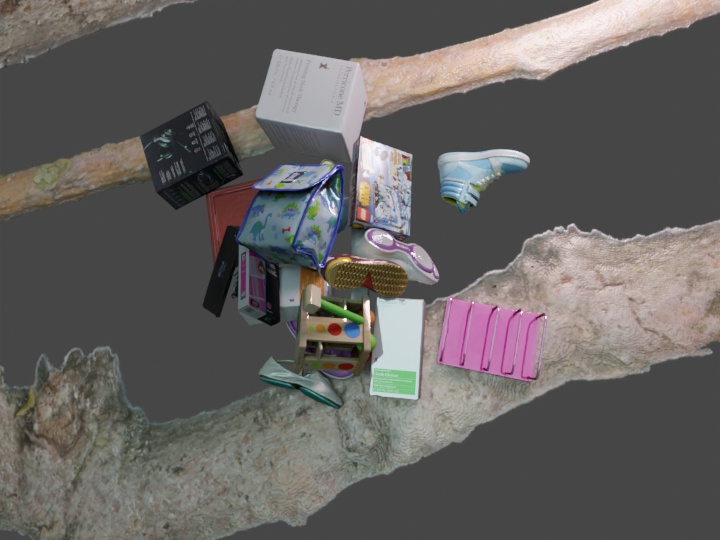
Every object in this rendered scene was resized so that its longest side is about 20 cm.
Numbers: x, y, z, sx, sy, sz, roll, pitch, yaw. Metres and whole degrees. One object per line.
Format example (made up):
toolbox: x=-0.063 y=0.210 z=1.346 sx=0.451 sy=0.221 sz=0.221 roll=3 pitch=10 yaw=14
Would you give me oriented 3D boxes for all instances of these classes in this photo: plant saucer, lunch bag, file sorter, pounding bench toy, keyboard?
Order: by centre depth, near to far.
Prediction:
pounding bench toy: x=-0.044 y=0.109 z=1.075 sx=0.153 sy=0.201 sz=0.126 roll=5 pitch=56 yaw=-9
lunch bag: x=-0.129 y=-0.121 z=1.076 sx=0.168 sy=0.127 sz=0.202 roll=8 pitch=69 yaw=36
file sorter: x=0.262 y=0.134 z=1.100 sx=0.197 sy=0.125 sz=0.141 roll=10 pitch=81 yaw=10
keyboard: x=-0.289 y=0.005 z=1.207 sx=0.126 sy=0.020 sz=0.203 roll=21 pitch=95 yaw=46
plant saucer: x=-0.265 y=-0.117 z=1.275 sx=0.197 sy=0.037 sz=0.203 roll=-11 pitch=77 yaw=6

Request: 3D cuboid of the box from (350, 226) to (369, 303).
box: x=0.000 y=0.000 z=1.210 sx=0.041 sy=0.039 sz=0.203 roll=-2 pitch=79 yaw=6

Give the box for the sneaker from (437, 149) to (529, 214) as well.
sneaker: x=0.265 y=-0.188 z=1.188 sx=0.197 sy=0.079 sz=0.133 roll=0 pitch=77 yaw=18

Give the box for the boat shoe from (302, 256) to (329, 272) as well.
boat shoe: x=-0.146 y=-0.056 z=1.190 sx=0.075 sy=0.061 sz=0.200 roll=-36 pitch=65 yaw=-30

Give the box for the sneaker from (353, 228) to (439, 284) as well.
sneaker: x=0.077 y=-0.018 z=1.175 sx=0.198 sy=0.100 sz=0.076 roll=27 pitch=42 yaw=-18

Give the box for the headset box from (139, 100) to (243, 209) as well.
headset box: x=-0.402 y=-0.265 z=1.282 sx=0.198 sy=0.093 sz=0.176 roll=-27 pitch=66 yaw=2

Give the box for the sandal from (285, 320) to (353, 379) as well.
sandal: x=-0.092 y=0.161 z=1.186 sx=0.202 sy=0.050 sz=0.083 roll=39 pitch=87 yaw=15

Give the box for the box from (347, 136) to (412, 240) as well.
box: x=0.044 y=-0.177 z=1.188 sx=0.135 sy=0.040 sz=0.203 roll=14 pitch=68 yaw=-25

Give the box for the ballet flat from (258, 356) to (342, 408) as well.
ballet flat: x=-0.123 y=0.233 z=1.175 sx=0.197 sy=0.069 sz=0.070 roll=17 pitch=82 yaw=13

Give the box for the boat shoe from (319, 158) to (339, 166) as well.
boat shoe: x=-0.095 y=-0.164 z=1.240 sx=0.073 sy=0.069 sz=0.203 roll=13 pitch=82 yaw=11

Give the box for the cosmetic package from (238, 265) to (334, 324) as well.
cosmetic package: x=-0.158 y=0.051 z=1.193 sx=0.197 sy=0.072 sz=0.103 roll=-6 pitch=59 yaw=8

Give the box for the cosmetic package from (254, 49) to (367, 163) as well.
cosmetic package: x=-0.103 y=-0.366 z=1.232 sx=0.197 sy=0.166 sz=0.170 roll=12 pitch=81 yaw=10

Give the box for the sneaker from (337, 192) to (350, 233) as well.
sneaker: x=-0.044 y=-0.125 z=1.208 sx=0.197 sy=0.074 sz=0.083 roll=-11 pitch=109 yaw=-25

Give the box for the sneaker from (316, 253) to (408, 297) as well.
sneaker: x=0.006 y=0.001 z=1.109 sx=0.090 sy=0.198 sz=0.076 roll=35 pitch=110 yaw=54

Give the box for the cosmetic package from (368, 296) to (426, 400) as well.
cosmetic package: x=0.079 y=0.162 z=1.144 sx=0.106 sy=0.085 sz=0.203 roll=2 pitch=81 yaw=10

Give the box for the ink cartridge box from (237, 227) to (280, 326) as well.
ink cartridge box: x=-0.209 y=0.007 z=1.130 sx=0.037 sy=0.094 sz=0.202 roll=-26 pitch=54 yaw=24
